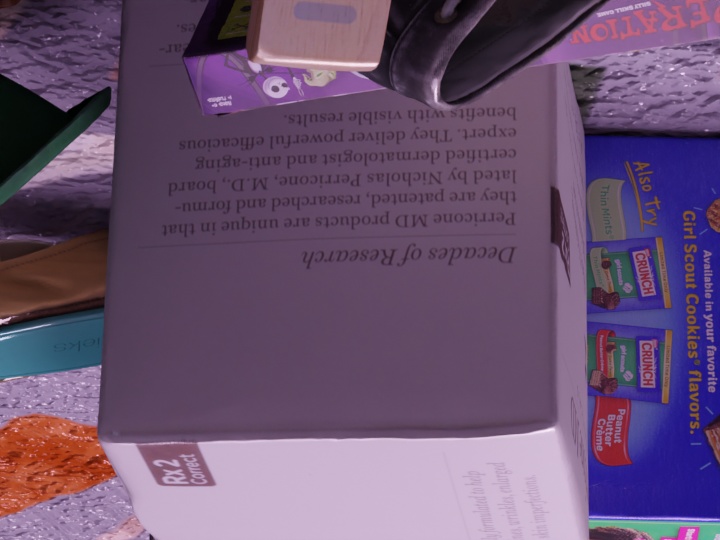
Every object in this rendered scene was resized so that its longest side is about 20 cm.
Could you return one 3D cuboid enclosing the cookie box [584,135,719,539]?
[{"bbox_3d":[0.150,0.036,1.219,0.199,0.172,0.075,2,158,-2],"label":"cookie box"}]

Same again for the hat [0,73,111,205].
[{"bbox_3d":[-0.204,-0.075,1.028,0.166,0.176,0.200,-39,-173,1],"label":"hat"}]

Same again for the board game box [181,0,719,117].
[{"bbox_3d":[0.049,-0.105,0.980,0.199,0.120,0.032,-7,126,18],"label":"board game box"}]

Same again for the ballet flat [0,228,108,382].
[{"bbox_3d":[-0.186,0.024,1.274,0.199,0.063,0.069,-10,144,-23],"label":"ballet flat"}]

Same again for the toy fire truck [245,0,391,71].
[{"bbox_3d":[-0.049,-0.162,0.732,0.175,0.201,0.129,-5,155,-3],"label":"toy fire truck"}]

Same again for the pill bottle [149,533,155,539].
[{"bbox_3d":[-0.033,0.073,1.267,0.115,0.201,0.116,0,156,0],"label":"pill bottle"}]

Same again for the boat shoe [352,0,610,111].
[{"bbox_3d":[0.077,-0.110,0.896,0.200,0.071,0.072,-38,146,-16],"label":"boat shoe"}]

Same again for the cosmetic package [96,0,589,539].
[{"bbox_3d":[0.000,0.000,1.105,0.164,0.201,0.165,-3,156,8],"label":"cosmetic package"}]

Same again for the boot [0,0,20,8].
[{"bbox_3d":[-0.204,-0.134,0.975,0.107,0.075,0.200,-5,157,23],"label":"boot"}]
